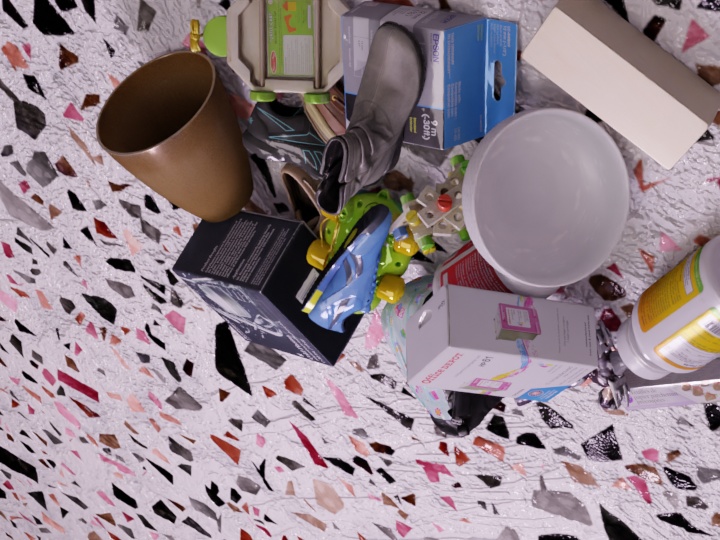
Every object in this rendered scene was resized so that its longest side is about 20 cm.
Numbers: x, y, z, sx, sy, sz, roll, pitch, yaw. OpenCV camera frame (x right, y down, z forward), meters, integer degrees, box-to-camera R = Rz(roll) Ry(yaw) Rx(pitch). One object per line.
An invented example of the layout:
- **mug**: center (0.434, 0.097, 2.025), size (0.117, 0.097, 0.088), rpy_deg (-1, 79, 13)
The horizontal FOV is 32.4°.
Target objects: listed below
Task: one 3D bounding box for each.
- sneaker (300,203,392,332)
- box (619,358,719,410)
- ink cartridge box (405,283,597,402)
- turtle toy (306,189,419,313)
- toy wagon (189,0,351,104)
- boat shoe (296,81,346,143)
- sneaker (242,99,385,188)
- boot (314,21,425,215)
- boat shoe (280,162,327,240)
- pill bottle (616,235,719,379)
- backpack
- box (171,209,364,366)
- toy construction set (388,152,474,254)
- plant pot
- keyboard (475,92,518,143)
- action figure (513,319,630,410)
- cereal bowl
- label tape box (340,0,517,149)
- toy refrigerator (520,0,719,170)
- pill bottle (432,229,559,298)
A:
- **sneaker**: center (0.000, 0.000, 1.591), size (0.078, 0.066, 0.201), rpy_deg (32, 123, -6)
- **box**: center (0.414, 0.143, 1.563), size (0.199, 0.042, 0.039), rpy_deg (-14, 119, 46)
- **ink cartridge box**: center (0.168, 0.092, 1.515), size (0.197, 0.086, 0.145), rpy_deg (10, 154, -16)
- **turtle toy**: center (0.010, -0.024, 1.669), size (0.144, 0.101, 0.202), rpy_deg (26, 121, 12)
- **toy wagon**: center (-0.106, -0.283, 1.488), size (0.197, 0.040, 0.157), rpy_deg (3, 105, 9)
- **boat shoe**: center (-0.059, -0.252, 1.547), size (0.067, 0.072, 0.201), rpy_deg (-30, 100, 17)
- **sneaker**: center (-0.057, -0.166, 1.618), size (0.198, 0.076, 0.080), rpy_deg (20, 113, 2)
- **boot**: center (0.008, -0.163, 1.374), size (0.067, 0.131, 0.202), rpy_deg (24, 128, 18)
- **boat shoe**: center (-0.066, -0.076, 1.727), size (0.071, 0.065, 0.202), rpy_deg (7, 132, 36)
- **pill bottle**: center (0.384, 0.051, 1.432), size (0.111, 0.111, 0.200), rpy_deg (40, 144, -1)
- **backpack**: center (0.118, 0.104, 1.688), size (0.126, 0.167, 0.202), rpy_deg (-6, 119, 50)
- **box**: center (-0.126, 0.020, 1.775), size (0.195, 0.125, 0.200), rpy_deg (14, 155, 43)
- **toy construction set**: center (0.103, -0.082, 1.491), size (0.200, 0.129, 0.093), rpy_deg (129, 123, -82)
- **plant pot**: center (-0.233, -0.166, 1.709), size (0.185, 0.188, 0.201), rpy_deg (8, 149, 35)
- **keyboard**: center (0.109, -0.192, 1.478), size (0.199, 0.040, 0.104), rpy_deg (39, 143, 2)
- **action figure**: center (0.284, 0.124, 1.613), size (0.199, 0.069, 0.132), rpy_deg (-15, 87, 49)
- **cereal bowl**: center (0.200, -0.084, 1.403), size (0.201, 0.200, 0.083), rpy_deg (52, 169, -17)
- **label tape box**: center (0.078, -0.221, 1.423), size (0.198, 0.066, 0.145), rpy_deg (15, 123, 28)
- **toy refrigerator**: center (0.275, -0.205, 1.298), size (0.199, 0.070, 0.076), rpy_deg (37, 137, 2)
- **pill bottle**: center (0.185, -0.002, 1.549), size (0.112, 0.113, 0.200), rpy_deg (44, 144, -7)
